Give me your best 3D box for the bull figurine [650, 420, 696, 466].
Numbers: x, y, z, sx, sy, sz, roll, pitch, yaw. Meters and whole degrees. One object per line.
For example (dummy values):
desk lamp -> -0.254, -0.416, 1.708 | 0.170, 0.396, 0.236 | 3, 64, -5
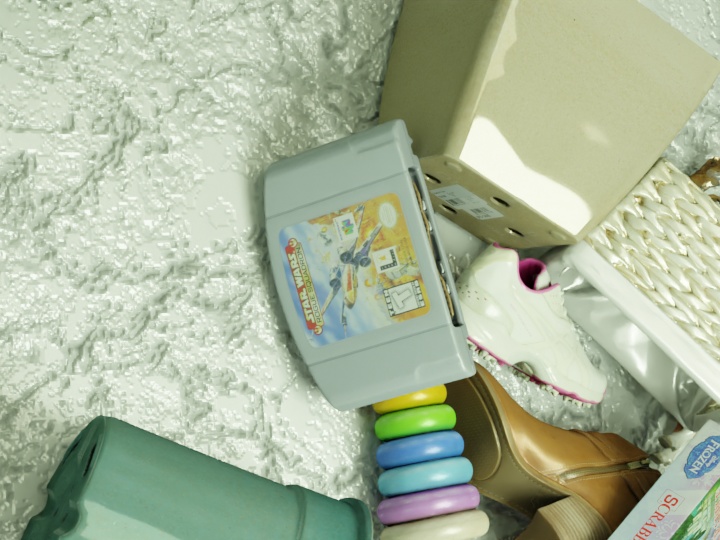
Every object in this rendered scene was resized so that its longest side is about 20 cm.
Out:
bull figurine -> 0.314, 0.142, 1.557 | 0.121, 0.065, 0.200 | -42, 98, -20

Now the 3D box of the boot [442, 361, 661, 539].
boot -> 0.161, 0.143, 1.457 | 0.155, 0.077, 0.200 | -13, 58, -44

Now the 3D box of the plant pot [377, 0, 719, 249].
plant pot -> 0.126, -0.125, 1.421 | 0.200, 0.200, 0.177 | 31, 76, -21

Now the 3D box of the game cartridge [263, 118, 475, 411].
game cartridge -> 0.000, 0.000, 1.364 | 0.042, 0.133, 0.200 | -6, 79, -70

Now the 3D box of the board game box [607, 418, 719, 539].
board game box -> 0.237, 0.250, 1.442 | 0.200, 0.041, 0.200 | -45, 147, -26

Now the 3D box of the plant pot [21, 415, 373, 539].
plant pot -> -0.126, 0.206, 1.238 | 0.196, 0.200, 0.200 | 29, 70, -14

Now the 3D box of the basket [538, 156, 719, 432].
basket -> 0.256, 0.020, 1.455 | 0.200, 0.136, 0.123 | 44, 79, -1

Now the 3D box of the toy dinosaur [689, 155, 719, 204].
toy dinosaur -> 0.249, -0.040, 1.562 | 0.200, 0.060, 0.106 | -19, 62, -27

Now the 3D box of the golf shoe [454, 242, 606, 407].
golf shoe -> 0.145, 0.046, 1.443 | 0.200, 0.075, 0.092 | 31, 87, -44

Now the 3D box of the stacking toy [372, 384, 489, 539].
stacking toy -> 0.040, 0.114, 1.402 | 0.085, 0.085, 0.200 | -7, 81, -30
